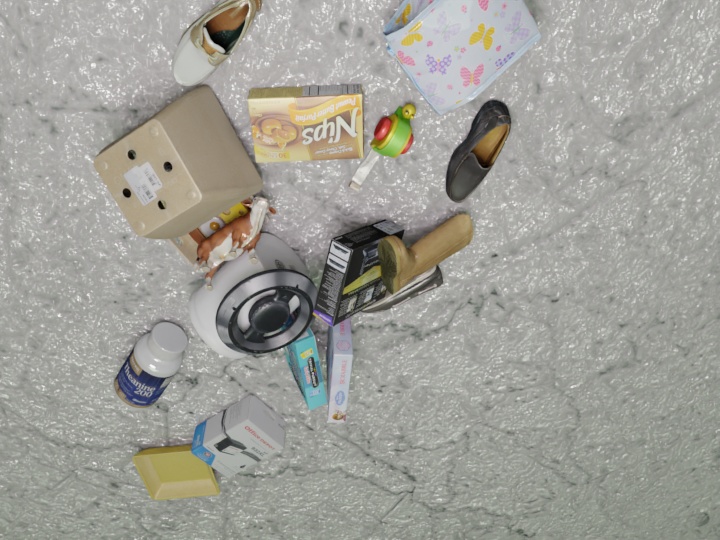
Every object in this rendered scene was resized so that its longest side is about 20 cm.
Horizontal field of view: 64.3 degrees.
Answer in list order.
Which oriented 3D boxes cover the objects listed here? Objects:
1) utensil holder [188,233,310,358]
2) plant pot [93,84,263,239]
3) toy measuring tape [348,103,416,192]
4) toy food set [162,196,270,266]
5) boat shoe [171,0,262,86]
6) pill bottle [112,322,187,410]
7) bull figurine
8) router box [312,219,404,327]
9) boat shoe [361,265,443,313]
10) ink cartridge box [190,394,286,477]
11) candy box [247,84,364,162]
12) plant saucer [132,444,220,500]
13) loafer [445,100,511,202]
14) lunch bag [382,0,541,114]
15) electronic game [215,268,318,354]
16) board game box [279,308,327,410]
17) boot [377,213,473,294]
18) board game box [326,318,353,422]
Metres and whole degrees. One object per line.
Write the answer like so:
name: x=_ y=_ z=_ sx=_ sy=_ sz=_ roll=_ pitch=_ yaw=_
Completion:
utensil holder: x=-0.219 y=0.049 z=1.149 sx=0.199 sy=0.172 sz=0.169 roll=-40 pitch=120 yaw=21
plant pot: x=-0.309 y=-0.164 z=0.944 sx=0.197 sy=0.177 sz=0.203 roll=-26 pitch=103 yaw=15
toy measuring tape: x=0.039 y=-0.211 z=1.035 sx=0.073 sy=0.074 sz=0.201 roll=26 pitch=120 yaw=-21
toy food set: x=-0.289 y=-0.105 z=1.097 sx=0.197 sy=0.061 sz=0.144 roll=-27 pitch=123 yaw=16
boat shoe: x=-0.234 y=-0.366 z=0.905 sx=0.074 sy=0.069 sz=0.199 roll=36 pitch=117 yaw=-26
pill bottle: x=-0.468 y=0.212 z=1.286 sx=0.110 sy=0.112 sz=0.201 roll=28 pitch=120 yaw=-22
bull figurine: x=-0.232 y=-0.052 z=1.053 sx=0.198 sy=0.123 sz=0.065 roll=-32 pitch=128 yaw=27
router box: x=0.000 y=0.000 z=1.102 sx=0.052 sy=0.199 sz=0.160 roll=27 pitch=116 yaw=24
boat shoe: x=0.088 y=0.050 z=1.232 sx=0.197 sy=0.067 sz=0.057 roll=-29 pitch=119 yaw=13
ink cartridge box: x=-0.310 y=0.428 z=1.471 sx=0.198 sy=0.085 sz=0.145 roll=-31 pitch=122 yaw=18
candy box: x=-0.092 y=-0.256 z=1.002 sx=0.195 sy=0.056 sz=0.117 roll=-3 pitch=126 yaw=-2
plant saucer: x=-0.495 y=0.542 z=1.566 sx=0.195 sy=0.049 sz=0.204 roll=-5 pitch=126 yaw=-1
loafer: x=0.212 y=-0.205 z=1.049 sx=0.071 sy=0.073 sz=0.203 roll=11 pitch=126 yaw=-13
lunch bag: x=0.148 y=-0.372 z=0.893 sx=0.199 sy=0.128 sz=0.169 roll=-42 pitch=121 yaw=13
electronic game: x=-0.167 y=0.079 z=1.049 sx=0.196 sy=0.042 sz=0.203 roll=-17 pitch=135 yaw=-17
board game box: x=-0.132 y=0.179 z=1.257 sx=0.046 sy=0.151 sz=0.203 roll=-19 pitch=129 yaw=-16
boot: x=0.127 y=-0.054 z=1.090 sx=0.198 sy=0.067 sz=0.176 roll=-32 pitch=159 yaw=-13
board game box: x=-0.048 y=0.182 z=1.237 sx=0.040 sy=0.202 sz=0.203 roll=2 pitch=127 yaw=-6
